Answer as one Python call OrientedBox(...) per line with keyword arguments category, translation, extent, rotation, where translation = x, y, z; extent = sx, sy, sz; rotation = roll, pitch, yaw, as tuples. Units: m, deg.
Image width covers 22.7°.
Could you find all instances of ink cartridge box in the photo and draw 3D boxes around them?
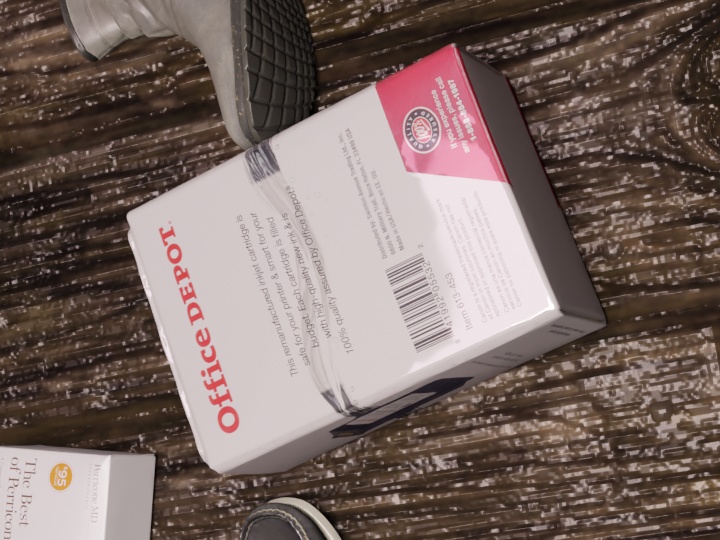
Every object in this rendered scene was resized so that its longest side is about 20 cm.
OrientedBox(category="ink cartridge box", translation=(0.000, 0.000, 0.905), extent=(0.199, 0.084, 0.145), rotation=(-26, 74, 19))

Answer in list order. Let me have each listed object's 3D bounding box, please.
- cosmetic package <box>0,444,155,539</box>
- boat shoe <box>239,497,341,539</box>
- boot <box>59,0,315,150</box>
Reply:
OrientedBox(category="cosmetic package", translation=(-0.164, 0.198, 0.980), extent=(0.082, 0.051, 0.201), rotation=(1, 85, 24))
OrientedBox(category="boat shoe", translation=(-0.031, 0.215, 0.908), extent=(0.071, 0.068, 0.201), rotation=(-12, 78, 25))
OrientedBox(category="boot", translation=(-0.102, -0.140, 0.986), extent=(0.130, 0.068, 0.201), rotation=(-21, 69, 27))
